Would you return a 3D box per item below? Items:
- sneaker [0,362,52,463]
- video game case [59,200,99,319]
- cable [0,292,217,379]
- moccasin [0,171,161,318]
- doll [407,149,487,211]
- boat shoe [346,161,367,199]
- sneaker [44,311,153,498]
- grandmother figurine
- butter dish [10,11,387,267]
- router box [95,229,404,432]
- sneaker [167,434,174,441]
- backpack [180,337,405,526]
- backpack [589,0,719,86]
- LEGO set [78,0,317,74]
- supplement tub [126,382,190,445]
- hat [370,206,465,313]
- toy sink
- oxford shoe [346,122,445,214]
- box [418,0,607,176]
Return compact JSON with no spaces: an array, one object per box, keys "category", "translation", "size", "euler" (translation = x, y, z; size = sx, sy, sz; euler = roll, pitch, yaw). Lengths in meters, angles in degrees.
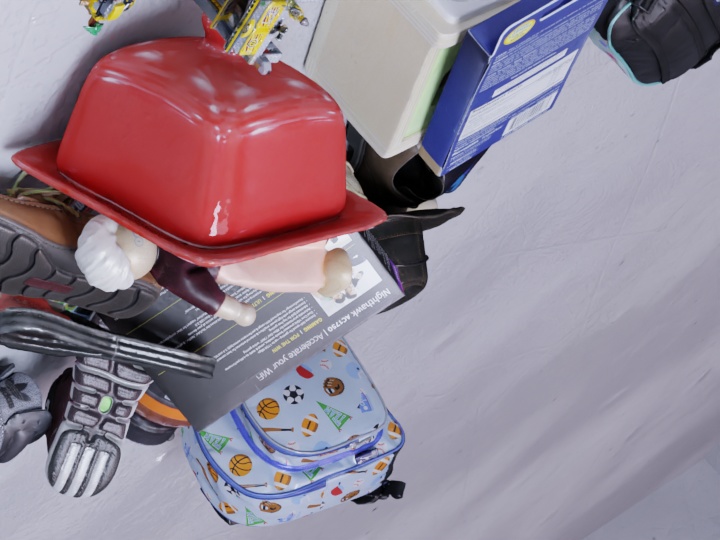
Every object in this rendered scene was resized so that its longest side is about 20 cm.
[{"category":"sneaker","translation":[-0.297,0.103,1.407],"size":[0.114,0.076,0.200],"euler":[-31,164,-27]},{"category":"video game case","translation":[-0.201,-0.017,1.405],"size":[0.200,0.017,0.143],"euler":[-44,160,9]},{"category":"cable","translation":[-0.193,0.039,1.321],"size":[0.199,0.051,0.097],"euler":[10,171,-17]},{"category":"moccasin","translation":[-0.220,-0.027,1.268],"size":[0.201,0.078,0.074],"euler":[15,139,-44]},{"category":"doll","translation":[0.095,-0.117,1.682],"size":[0.200,0.048,0.136],"euler":[-51,170,26]},{"category":"boat shoe","translation":[-0.036,-0.074,1.503],"size":[0.072,0.065,0.200],"euler":[-14,177,3]},{"category":"sneaker","translation":[-0.212,0.075,1.484],"size":[0.075,0.115,0.201],"euler":[25,94,-24]},{"category":"grandmother figurine","translation":[-0.108,-0.016,1.273],"size":[0.199,0.121,0.061],"euler":[-2,131,-37]},{"category":"butter dish","translation":[-0.097,-0.104,1.223],"size":[0.199,0.199,0.149],"euler":[-17,127,-49]},{"category":"router box","translation":[-0.089,0.010,1.395],"size":[0.199,0.149,0.051],"euler":[-33,-155,8]},{"category":"sneaker","translation":[-0.120,0.085,1.670],"size":[0.200,0.082,0.077],"euler":[-37,160,-10]},{"category":"backpack","translation":[-0.072,0.149,1.756],"size":[0.190,0.200,0.154],"euler":[-26,151,-19]},{"category":"backpack","translation":[0.255,-0.253,1.535],"size":[0.176,0.154,0.200],"euler":[-41,151,7]},{"category":"LEGO set","translation":[-0.075,-0.202,1.097],"size":[0.200,0.116,0.153],"euler":[-50,158,23]},{"category":"supplement tub","translation":[-0.144,0.057,1.536],"size":[0.107,0.107,0.200],"euler":[-13,148,-52]},{"category":"hat","translation":[0.000,0.000,1.592],"size":[0.199,0.081,0.201],"euler":[-12,178,0]},{"category":"toy sink","translation":[0.061,-0.199,1.359],"size":[0.130,0.112,0.200],"euler":[-28,156,-33]},{"category":"oxford shoe","translation":[0.031,-0.078,1.601],"size":[0.073,0.084,0.200],"euler":[-40,163,-15]},{"category":"box","translation":[0.116,-0.154,1.340],"size":[0.121,0.032,0.200],"euler":[-32,164,-24]}]
